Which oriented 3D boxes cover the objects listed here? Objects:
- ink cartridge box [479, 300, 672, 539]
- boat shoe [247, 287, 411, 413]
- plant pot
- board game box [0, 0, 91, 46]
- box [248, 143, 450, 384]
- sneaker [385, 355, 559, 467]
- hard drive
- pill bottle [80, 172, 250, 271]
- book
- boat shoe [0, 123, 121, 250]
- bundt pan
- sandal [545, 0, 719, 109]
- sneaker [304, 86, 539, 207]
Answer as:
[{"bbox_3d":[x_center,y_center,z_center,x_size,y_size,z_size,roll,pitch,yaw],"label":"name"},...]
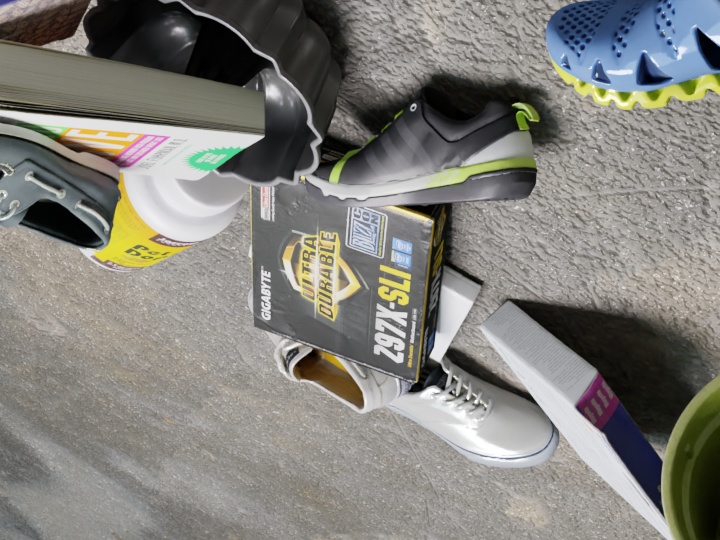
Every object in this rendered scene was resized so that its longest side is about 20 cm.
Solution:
[{"bbox_3d":[0.202,0.134,1.252,0.197,0.043,0.200,51,175,-33],"label":"ink cartridge box"},{"bbox_3d":[-0.045,0.070,1.406,0.199,0.070,0.071,33,136,33],"label":"boat shoe"},{"bbox_3d":[0.333,0.188,1.169,0.199,0.202,0.184,19,163,20],"label":"plant pot"},{"bbox_3d":[-0.291,-0.235,1.007,0.201,0.159,0.097,61,152,5],"label":"board game box"},{"bbox_3d":[-0.012,-0.009,1.261,0.158,0.050,0.201,18,138,13],"label":"box"},{"bbox_3d":[0.086,0.121,1.401,0.198,0.073,0.071,19,157,23],"label":"sneaker"},{"bbox_3d":[0.000,0.000,1.338,0.199,0.026,0.132,29,153,3],"label":"hard drive"},{"bbox_3d":[-0.169,-0.069,1.301,0.109,0.110,0.199,40,152,-18],"label":"pill bottle"},{"bbox_3d":[-0.183,-0.104,1.066,0.198,0.049,0.133,5,165,-28],"label":"book"},{"bbox_3d":[-0.232,-0.055,1.028,0.072,0.063,0.199,-8,169,29],"label":"boat shoe"},{"bbox_3d":[-0.100,-0.155,1.122,0.200,0.076,0.203,23,152,13],"label":"bundt pan"},{"bbox_3d":[0.197,-0.140,0.861,0.198,0.080,0.087,4,141,27],"label":"sandal"},{"bbox_3d":[0.046,-0.089,1.102,0.198,0.084,0.071,-1,-178,36],"label":"sneaker"}]
